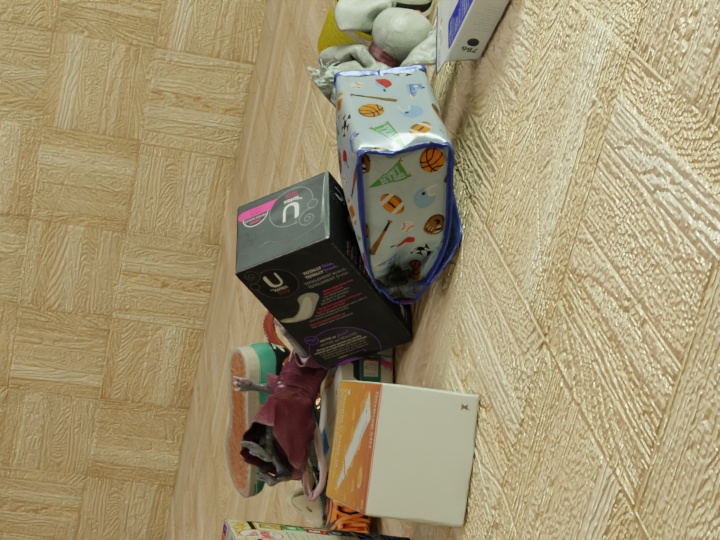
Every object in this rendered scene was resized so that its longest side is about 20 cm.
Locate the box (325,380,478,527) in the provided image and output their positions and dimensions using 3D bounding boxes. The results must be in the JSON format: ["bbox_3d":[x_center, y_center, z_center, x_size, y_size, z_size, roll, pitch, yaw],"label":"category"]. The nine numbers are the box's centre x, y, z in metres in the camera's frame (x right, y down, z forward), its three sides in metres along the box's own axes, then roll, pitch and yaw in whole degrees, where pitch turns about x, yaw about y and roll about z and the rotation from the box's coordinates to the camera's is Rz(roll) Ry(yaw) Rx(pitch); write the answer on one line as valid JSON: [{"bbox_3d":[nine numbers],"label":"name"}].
[{"bbox_3d":[0.037,0.176,1.422,0.200,0.097,0.125,162,115,-77],"label":"box"}]

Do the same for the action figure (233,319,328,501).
[{"bbox_3d":[-0.070,0.144,1.685,0.134,0.149,0.200,-50,14,56],"label":"action figure"}]

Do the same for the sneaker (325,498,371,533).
[{"bbox_3d":[-0.014,0.296,1.637,0.200,0.077,0.112,-160,78,-78],"label":"sneaker"}]

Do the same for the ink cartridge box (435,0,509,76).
[{"bbox_3d":[0.123,-0.293,1.484,0.200,0.039,0.100,120,155,-58],"label":"ink cartridge box"}]

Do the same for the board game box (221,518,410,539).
[{"bbox_3d":[-0.032,0.290,1.423,0.151,0.199,0.046,-170,89,-79],"label":"board game box"}]

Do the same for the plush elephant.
[{"bbox_3d":[0.031,-0.236,1.659,0.165,0.155,0.200,49,-176,23],"label":"plush elephant"}]

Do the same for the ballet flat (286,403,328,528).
[{"bbox_3d":[-0.068,0.253,1.773,0.074,0.074,0.201,159,94,-77],"label":"ballet flat"}]

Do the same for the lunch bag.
[{"bbox_3d":[0.040,-0.089,1.525,0.170,0.123,0.201,-101,8,-53],"label":"lunch bag"}]

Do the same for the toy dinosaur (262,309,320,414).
[{"bbox_3d":[-0.074,0.172,1.852,0.181,0.105,0.201,22,125,39],"label":"toy dinosaur"}]

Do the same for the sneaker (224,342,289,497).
[{"bbox_3d":[-0.121,0.188,1.815,0.071,0.080,0.201,25,117,53],"label":"sneaker"}]

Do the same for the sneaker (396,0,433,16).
[{"bbox_3d":[0.062,-0.393,1.763,0.088,0.073,0.200,103,174,-51],"label":"sneaker"}]

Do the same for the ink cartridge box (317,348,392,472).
[{"bbox_3d":[-0.006,0.131,1.736,0.116,0.067,0.201,113,162,-51],"label":"ink cartridge box"}]

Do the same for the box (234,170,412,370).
[{"bbox_3d":[-0.039,0.003,1.615,0.200,0.122,0.106,51,-153,-42],"label":"box"}]

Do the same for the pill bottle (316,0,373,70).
[{"bbox_3d":[0.006,-0.306,1.878,0.200,0.112,0.113,119,156,-59],"label":"pill bottle"}]
